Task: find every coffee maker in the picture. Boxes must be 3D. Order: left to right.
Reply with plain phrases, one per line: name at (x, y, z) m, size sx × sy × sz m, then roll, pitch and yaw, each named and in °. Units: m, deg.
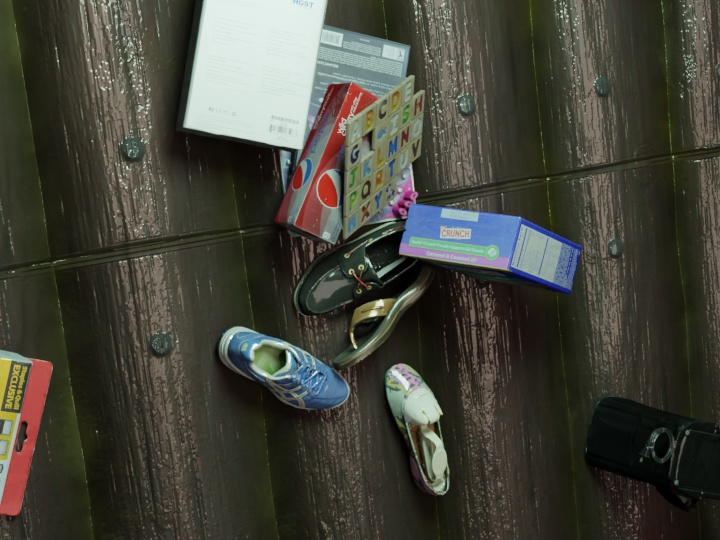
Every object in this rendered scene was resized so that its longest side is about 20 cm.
coffee maker at (0.438, 0.256, 1.804) m, size 0.192 × 0.200 × 0.135 m, roll 40°, pitch 74°, yaw -28°

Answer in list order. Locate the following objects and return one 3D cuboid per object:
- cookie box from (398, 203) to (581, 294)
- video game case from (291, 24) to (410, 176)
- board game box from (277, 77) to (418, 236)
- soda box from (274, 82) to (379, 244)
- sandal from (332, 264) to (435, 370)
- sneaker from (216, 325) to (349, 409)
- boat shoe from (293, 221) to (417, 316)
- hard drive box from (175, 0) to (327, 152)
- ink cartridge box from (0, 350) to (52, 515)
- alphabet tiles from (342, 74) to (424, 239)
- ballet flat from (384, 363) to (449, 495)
cookie box at (0.178, -0.028, 1.617) m, size 0.200 × 0.171 × 0.075 m, roll 17°, pitch 84°, yaw -54°
video game case at (-0.012, -0.214, 1.592) m, size 0.143 × 0.019 × 0.201 m, roll 8°, pitch 92°, yaw -28°
board game box at (-0.015, -0.158, 1.622) m, size 0.199 × 0.026 × 0.201 m, roll -11°, pitch 100°, yaw -27°
soda box at (-0.037, -0.138, 1.542) m, size 0.070 × 0.063 × 0.200 m, roll 25°, pitch 83°, yaw -29°
sandal at (0.025, 0.057, 1.637) m, size 0.055 × 0.082 × 0.200 m, roll 44°, pitch 76°, yaw -7°
sneaker at (-0.094, 0.138, 1.579) m, size 0.200 × 0.077 × 0.076 m, roll 25°, pitch 81°, yaw -29°
boat shoe at (-0.001, -0.002, 1.625) m, size 0.201 × 0.063 × 0.074 m, roll -33°, pitch 111°, yaw -20°
hard drive box at (-0.137, -0.261, 1.502) m, size 0.155 × 0.077 × 0.201 m, roll 10°, pitch 91°, yaw -17°
ink cartridge box at (-0.453, 0.191, 1.390) m, size 0.175 × 0.084 × 0.201 m, roll 13°, pitch 88°, yaw -29°
alphabet tiles at (0.032, -0.155, 1.558) m, size 0.200 × 0.008 × 0.168 m, roll -42°, pitch 143°, yaw -46°
ballet flat at (0.091, 0.227, 1.690) m, size 0.069 × 0.071 × 0.201 m, roll -21°, pitch 104°, yaw -24°
